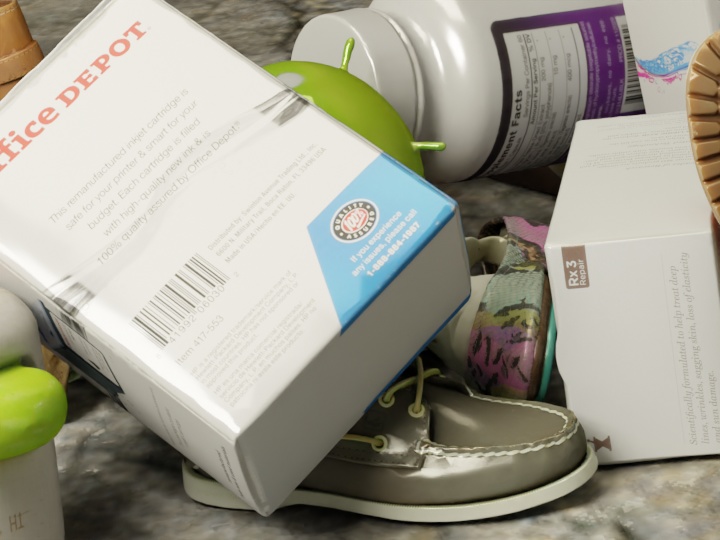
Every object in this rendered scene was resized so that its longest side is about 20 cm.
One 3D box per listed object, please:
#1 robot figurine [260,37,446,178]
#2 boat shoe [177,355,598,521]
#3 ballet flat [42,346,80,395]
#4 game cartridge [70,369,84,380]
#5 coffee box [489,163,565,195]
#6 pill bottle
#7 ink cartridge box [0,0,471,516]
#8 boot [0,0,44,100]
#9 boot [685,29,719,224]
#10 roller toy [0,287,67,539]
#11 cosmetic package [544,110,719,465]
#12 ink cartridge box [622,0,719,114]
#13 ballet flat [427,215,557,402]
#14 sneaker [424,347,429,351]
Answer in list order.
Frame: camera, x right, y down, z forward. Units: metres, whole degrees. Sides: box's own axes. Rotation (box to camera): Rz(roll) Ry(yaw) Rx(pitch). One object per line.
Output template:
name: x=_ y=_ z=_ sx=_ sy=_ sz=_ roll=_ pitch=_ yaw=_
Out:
robot figurine: x=-0.052 y=-0.018 z=1.415 sx=0.200 sy=0.176 sz=0.116 roll=-44 pitch=-20 yaw=7
boat shoe: x=0.007 y=0.072 z=1.313 sx=0.201 sy=0.060 sz=0.072 roll=0 pitch=21 yaw=23
ballet flat: x=-0.132 y=-0.009 z=1.486 sx=0.068 sy=0.072 sz=0.200 roll=-19 pitch=41 yaw=61
game cartridge: x=-0.169 y=0.022 z=1.578 sx=0.199 sy=0.042 sz=0.133 roll=-2 pitch=24 yaw=19
coffee box: x=0.144 y=-0.102 z=1.681 sx=0.080 sy=0.113 sz=0.200 roll=-19 pitch=21 yaw=-31
pill bottle: x=0.067 y=-0.105 z=1.532 sx=0.200 sy=0.112 sz=0.111 roll=-11 pitch=17 yaw=-34
ink cartridge box: x=-0.072 y=-0.012 z=1.289 sx=0.200 sy=0.086 sz=0.146 roll=35 pitch=71 yaw=26
boot: x=-0.167 y=-0.073 z=1.559 sx=0.199 sy=0.156 sz=0.077 roll=-1 pitch=20 yaw=20
boot: x=0.195 y=-0.025 z=1.322 sx=0.075 sy=0.200 sz=0.107 roll=-29 pitch=16 yaw=-3
roller toy: x=-0.222 y=0.088 z=1.249 sx=0.182 sy=0.140 sz=0.200 roll=-9 pitch=9 yaw=-14
cosmetic package: x=0.138 y=0.003 z=1.380 sx=0.081 sy=0.113 sz=0.200 roll=-6 pitch=20 yaw=9
ink cartridge box: x=0.220 y=-0.128 z=1.501 sx=0.145 sy=0.200 sz=0.084 roll=-25 pitch=28 yaw=-20
ballet flat: x=0.067 y=0.017 z=1.423 sx=0.071 sy=0.069 sz=0.200 roll=16 pitch=18 yaw=4
sneaker: x=0.000 y=0.000 z=1.526 sx=0.075 sy=0.081 sz=0.200 roll=-41 pitch=24 yaw=2
